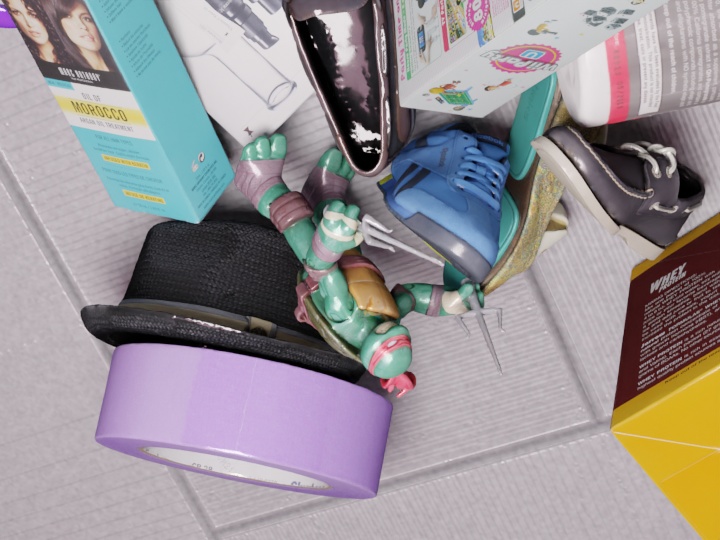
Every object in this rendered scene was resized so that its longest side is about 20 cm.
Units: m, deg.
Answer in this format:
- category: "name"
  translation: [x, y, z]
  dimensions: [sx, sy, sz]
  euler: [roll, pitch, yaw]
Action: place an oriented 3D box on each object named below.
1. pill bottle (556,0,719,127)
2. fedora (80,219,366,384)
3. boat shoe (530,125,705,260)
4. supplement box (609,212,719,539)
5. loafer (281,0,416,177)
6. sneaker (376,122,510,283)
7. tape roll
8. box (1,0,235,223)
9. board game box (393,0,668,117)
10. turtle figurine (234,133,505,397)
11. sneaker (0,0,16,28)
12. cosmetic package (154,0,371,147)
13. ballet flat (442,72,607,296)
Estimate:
- category: "pill bottle"
  translation: [0.212, -0.155, 0.944]
  dimensions: [0.198, 0.111, 0.112]
  euler: [-11, 116, 0]
- category: "fedora"
  translation: [-0.088, 0.019, 1.116]
  dimensions: [0.198, 0.201, 0.093]
  euler: [9, 77, 8]
- category: "boat shoe"
  translation: [0.162, -0.060, 0.993]
  dimensions: [0.063, 0.200, 0.073]
  euler: [-43, 65, 12]
- category: "supplement box"
  translation: [0.276, 0.043, 0.997]
  dimensions: [0.197, 0.200, 0.133]
  euler: [-35, 106, 27]
- category: "loafer"
  translation: [-0.010, -0.152, 0.982]
  dimensions: [0.071, 0.063, 0.202]
  euler: [-10, 118, 16]
- category: "sneaker"
  translation: [0.060, -0.053, 1.000]
  dimensions: [0.066, 0.200, 0.079]
  euler: [41, 98, -14]
- category: "tape roll"
  translation: [-0.080, 0.106, 1.121]
  dimensions: [0.198, 0.200, 0.066]
  euler: [10, 77, 7]
- category: "box"
  translation: [-0.156, -0.123, 1.048]
  dimensions: [0.082, 0.049, 0.201]
  euler: [12, 143, 34]
- category: "board game box"
  translation: [0.088, -0.188, 0.882]
  dimensions: [0.064, 0.149, 0.200]
  euler: [4, 163, -29]
- category: "turtle figurine"
  translation: [0.000, 0.000, 1.033]
  dimensions: [0.101, 0.201, 0.150]
  euler: [-42, 146, 9]
- category: "sneaker"
  translation: [-0.303, -0.182, 1.093]
  dimensions: [0.198, 0.070, 0.100]
  euler: [16, 127, 9]
- category: "cosmetic package"
  translation: [-0.056, -0.195, 1.034]
  dimensions: [0.151, 0.052, 0.200]
  euler: [41, 119, -14]
- category: "ballet flat"
  translation: [0.116, -0.055, 1.065]
  dimensions: [0.070, 0.071, 0.201]
  euler: [22, 122, 1]
